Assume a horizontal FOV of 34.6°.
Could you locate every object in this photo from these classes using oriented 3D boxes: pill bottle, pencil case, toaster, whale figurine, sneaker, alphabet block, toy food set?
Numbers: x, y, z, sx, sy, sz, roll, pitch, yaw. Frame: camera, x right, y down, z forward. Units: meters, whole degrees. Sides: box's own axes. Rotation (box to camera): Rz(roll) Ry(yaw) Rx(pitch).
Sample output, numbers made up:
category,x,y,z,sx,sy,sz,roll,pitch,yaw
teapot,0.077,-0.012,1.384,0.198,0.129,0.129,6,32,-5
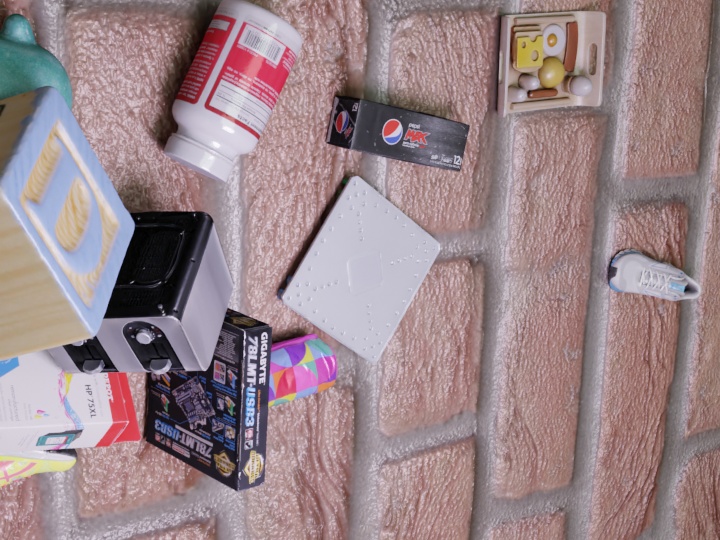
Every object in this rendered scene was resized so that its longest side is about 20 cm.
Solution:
category,x,y,z,sx,sy,sz,roll,pitch,yaw
pill bottle,-0.158,-0.214,1.393,0.112,0.112,0.202,27,86,-37
pencil case,-0.128,0.141,1.531,0.198,0.088,0.090,-13,110,-35
toaster,-0.253,0.022,1.314,0.201,0.179,0.119,-79,161,-44
whale figurine,-0.396,-0.203,1.227,0.200,0.103,0.160,39,80,-38
sneaker,-0.430,0.226,1.346,0.198,0.078,0.091,7,107,-32
alphabet block,-0.375,-0.039,1.174,0.198,0.196,0.198,-13,125,15
sneaker,0.503,0.014,1.953,0.198,0.086,0.076,7,100,-36
toy food set,0.285,-0.309,1.722,0.198,0.060,0.145,-11,109,-34

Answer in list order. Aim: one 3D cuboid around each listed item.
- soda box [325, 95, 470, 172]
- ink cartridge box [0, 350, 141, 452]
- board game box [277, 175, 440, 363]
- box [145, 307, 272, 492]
category,x,y,z,sx,sy,sz,roll,pitch,yaw
soda box,0.053,-0.187,1.584,0.198,0.063,0.072,7,98,-38
ink cartridge box,-0.346,0.142,1.344,0.198,0.067,0.117,2,57,-36
board game box,0.000,0.000,1.620,0.199,0.026,0.201,36,80,-36
box,-0.189,0.141,1.411,0.049,0.199,0.201,-9,107,-42
